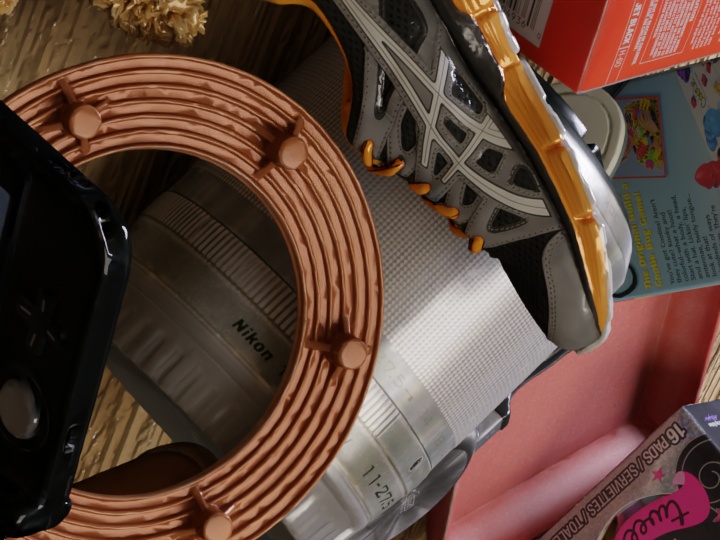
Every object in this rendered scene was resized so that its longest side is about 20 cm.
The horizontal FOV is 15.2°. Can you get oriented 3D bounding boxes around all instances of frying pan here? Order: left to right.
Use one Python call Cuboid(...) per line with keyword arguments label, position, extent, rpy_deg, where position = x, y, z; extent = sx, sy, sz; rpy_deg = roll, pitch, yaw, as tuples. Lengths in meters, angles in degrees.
Cuboid(label="frying pan", position=(0.041, 0.091, 1.328), extent=(0.190, 0.031, 0.115), rpy_deg=(-20, 152, -39))

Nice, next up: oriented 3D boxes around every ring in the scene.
Cuboid(label="ring", position=(-0.078, 0.021, 0.982), extent=(0.200, 0.019, 0.201), rpy_deg=(-6, 104, -26))

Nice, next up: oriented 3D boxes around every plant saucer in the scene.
Cuboid(label="plant saucer", position=(0.113, 0.057, 1.443), extent=(0.200, 0.037, 0.200), rpy_deg=(-27, 142, -34))

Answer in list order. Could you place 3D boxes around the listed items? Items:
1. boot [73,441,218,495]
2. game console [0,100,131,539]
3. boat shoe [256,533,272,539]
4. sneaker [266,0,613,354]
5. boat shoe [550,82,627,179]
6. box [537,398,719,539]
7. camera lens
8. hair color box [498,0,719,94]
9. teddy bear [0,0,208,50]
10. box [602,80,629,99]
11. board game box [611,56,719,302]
Cuboid(label="boot", position=(-0.152, 0.125, 1.071), extent=(0.154, 0.074, 0.200), rpy_deg=(-4, 163, -41))
Cuboid(label="game console", position=(-0.188, 0.013, 0.853), extent=(0.116, 0.200, 0.176), rpy_deg=(-17, 137, -43))
Cuboid(label="boat shoe", position=(-0.031, 0.164, 1.353), extent=(0.069, 0.057, 0.200), rpy_deg=(-53, 149, 6))
Cuboid(label="sneaker", position=(0.033, -0.054, 1.010), extent=(0.077, 0.200, 0.078), rpy_deg=(-28, -174, 2))
Cuboid(label="boat shoe", position=(0.056, -0.009, 1.258), extent=(0.200, 0.073, 0.062), rpy_deg=(-49, 156, 19))
Cuboid(label="box", position=(0.169, 0.176, 1.506), extent=(0.200, 0.115, 0.132), rpy_deg=(-46, 161, 22))
Cuboid(label="camera lens", position=(0.000, 0.000, 1.117), extent=(0.200, 0.160, 0.160), rpy_deg=(-43, 148, -10))
Cuboid(label="hair color box", position=(0.128, -0.138, 1.097), extent=(0.200, 0.101, 0.061), rpy_deg=(-18, 136, -42))
Cuboid(label="teddy bear", position=(-0.068, -0.146, 0.964), extent=(0.200, 0.067, 0.145), rpy_deg=(7, 115, -55))
Cuboid(label="box", position=(0.109, -0.178, 1.173), extent=(0.159, 0.046, 0.200), rpy_deg=(-51, 149, 1))
Cuboid(label="board game box", position=(0.198, -0.054, 1.258), extent=(0.103, 0.200, 0.105), rpy_deg=(-15, 93, -44))
